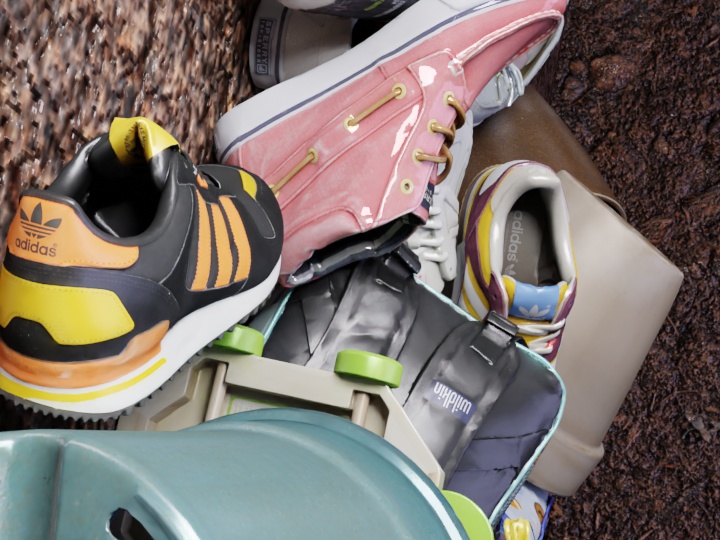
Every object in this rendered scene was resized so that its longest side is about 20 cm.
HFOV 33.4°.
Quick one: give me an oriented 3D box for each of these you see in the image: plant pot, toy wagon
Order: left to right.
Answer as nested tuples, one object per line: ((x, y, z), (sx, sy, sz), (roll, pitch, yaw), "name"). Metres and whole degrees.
((-0.068, 0.139, 0.409), (0.196, 0.197, 0.204), (33, 68, -69), "plant pot")
((-0.021, 0.113, 0.542), (0.040, 0.196, 0.158), (58, 44, -75), "toy wagon")
((0.106, -0.092, 1.028), (0.188, 0.184, 0.203), (78, -4, -61), "plant pot")
((0.136, 0.032, 0.874), (0.174, 0.200, 0.200), (-49, 173, 11), "plant pot")

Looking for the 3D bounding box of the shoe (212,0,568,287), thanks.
((0.028, -0.071, 0.599), (0.092, 0.198, 0.071), (65, 6, 14), "shoe")

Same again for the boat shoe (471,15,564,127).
((0.102, -0.163, 0.909), (0.075, 0.064, 0.202), (61, 31, -6), "boat shoe")

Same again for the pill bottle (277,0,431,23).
((0.040, -0.181, 0.630), (0.198, 0.105, 0.108), (-5, 107, -48), "pill bottle")

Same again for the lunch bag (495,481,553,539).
((0.032, 0.155, 0.836), (0.170, 0.197, 0.126), (-20, 120, -75), "lunch bag")

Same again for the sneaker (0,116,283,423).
((-0.076, -0.022, 0.479), (0.200, 0.069, 0.091), (-53, 154, -62), "sneaker")

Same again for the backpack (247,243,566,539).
((-0.010, 0.108, 0.658), (0.201, 0.175, 0.153), (-59, -172, -30), "backpack")

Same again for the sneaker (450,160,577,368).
((0.091, 0.035, 0.734), (0.090, 0.074, 0.204), (-157, -114, -81), "sneaker")

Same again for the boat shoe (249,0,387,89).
((-0.004, -0.142, 0.727), (0.200, 0.069, 0.072), (-42, 141, -71), "boat shoe")

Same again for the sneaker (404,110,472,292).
((0.034, -0.033, 0.724), (0.200, 0.076, 0.101), (77, 7, -69), "sneaker")
